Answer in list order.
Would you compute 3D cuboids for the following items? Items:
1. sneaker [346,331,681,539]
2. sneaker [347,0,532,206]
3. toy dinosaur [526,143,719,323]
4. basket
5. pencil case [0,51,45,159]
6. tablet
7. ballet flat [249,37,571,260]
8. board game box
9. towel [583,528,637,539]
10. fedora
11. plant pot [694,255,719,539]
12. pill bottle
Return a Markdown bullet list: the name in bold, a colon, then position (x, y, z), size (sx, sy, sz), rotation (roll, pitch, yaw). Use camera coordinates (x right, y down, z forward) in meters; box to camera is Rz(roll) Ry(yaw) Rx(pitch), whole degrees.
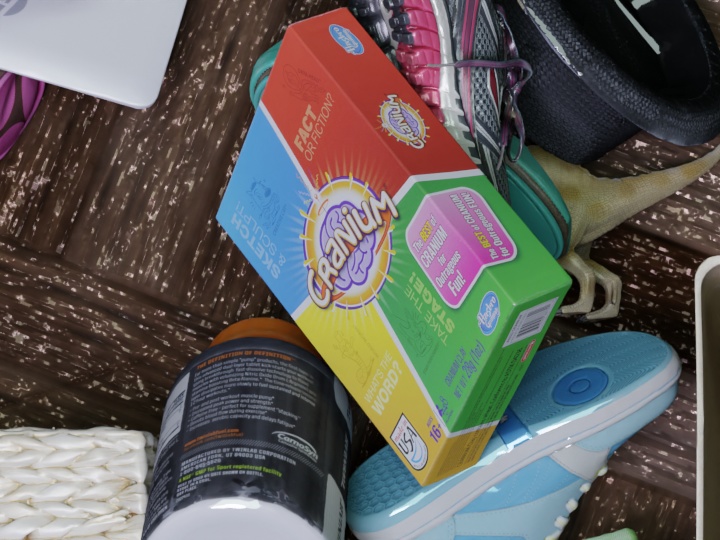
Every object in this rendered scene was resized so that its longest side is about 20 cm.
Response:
- **sneaker**: position (0.101, 0.124, 1.536), size (0.199, 0.080, 0.131), rotation (-28, 118, 4)
- **sneaker**: position (0.056, -0.083, 1.467), size (0.074, 0.081, 0.201), rotation (-19, 104, -25)
- **toy dinosaur**: position (0.116, -0.023, 1.574), size (0.199, 0.058, 0.102), rotation (-10, 81, 4)
- **basket**: position (-0.196, 0.154, 1.545), size (0.199, 0.136, 0.124), rotation (0, 79, 6)
- **pencil case**: position (-0.285, -0.129, 1.613), size (0.199, 0.091, 0.094), rotation (32, 99, 11)
- **tablet**: position (-0.198, -0.168, 1.599), size (0.199, 0.014, 0.131), rotation (16, 55, -3)
- **ballet flat**: position (0.035, -0.077, 1.542), size (0.199, 0.067, 0.071), rotation (28, 43, -6)
- **board game box**: position (0.012, -0.012, 1.453), size (0.040, 0.153, 0.200), rotation (-20, 59, -35)
- **towel**: position (0.068, 0.218, 1.450), size (0.199, 0.031, 0.150), rotation (-17, 41, 0)
- **fedora**: position (0.110, -0.132, 1.557), size (0.092, 0.200, 0.201), rotation (-41, 80, 32)
- **plant pot**: position (0.273, 0.102, 1.482), size (0.199, 0.177, 0.201), rotation (0, 83, 5)
- **pill bottle**: position (-0.057, 0.106, 1.495), size (0.106, 0.200, 0.107), rotation (1, 122, 2)
